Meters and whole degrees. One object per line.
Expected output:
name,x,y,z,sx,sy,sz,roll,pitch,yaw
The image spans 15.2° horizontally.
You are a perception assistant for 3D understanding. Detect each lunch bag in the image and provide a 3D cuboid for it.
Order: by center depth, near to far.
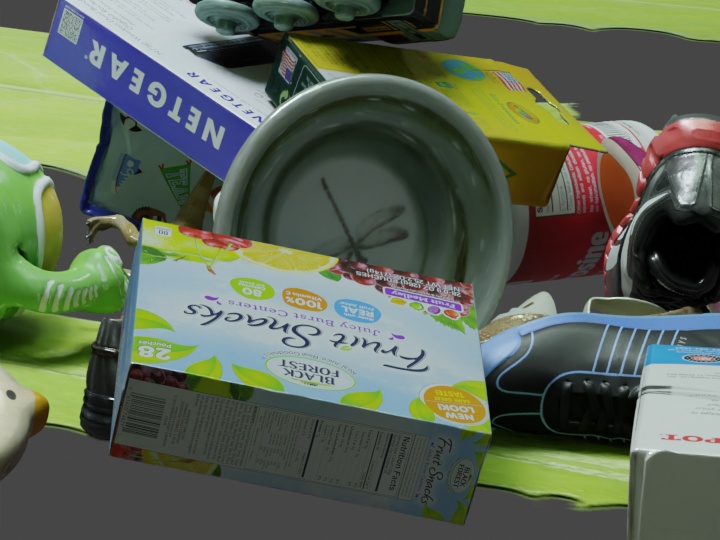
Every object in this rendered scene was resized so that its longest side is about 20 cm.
lunch bag,-0.088,-0.071,1.977,0.199,0.124,0.170,16,14,2

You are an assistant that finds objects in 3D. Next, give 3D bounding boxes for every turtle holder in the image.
turtle holder,-0.249,-0.030,1.756,0.185,0.141,0.132,-7,9,29

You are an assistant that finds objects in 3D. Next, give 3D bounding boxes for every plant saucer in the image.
plant saucer,-0.005,-0.021,1.638,0.199,0.201,0.050,-5,10,-25

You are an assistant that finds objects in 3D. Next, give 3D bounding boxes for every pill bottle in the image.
pill bottle,0.123,-0.047,1.952,0.199,0.113,0.112,-6,17,-29

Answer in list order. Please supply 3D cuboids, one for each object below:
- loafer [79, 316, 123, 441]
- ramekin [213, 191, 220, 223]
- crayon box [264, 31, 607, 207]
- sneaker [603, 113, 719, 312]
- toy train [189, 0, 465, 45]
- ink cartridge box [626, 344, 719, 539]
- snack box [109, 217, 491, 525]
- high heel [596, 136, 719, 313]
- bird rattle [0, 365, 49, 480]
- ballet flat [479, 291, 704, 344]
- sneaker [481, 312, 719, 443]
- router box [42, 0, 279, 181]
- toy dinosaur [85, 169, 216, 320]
loafer,-0.085,0.049,1.627,0.073,0.073,0.200,13,17,36
ramekin,0.000,0.000,1.788,0.202,0.095,0.202,2,15,-1
crayon box,0.051,-0.099,1.804,0.199,0.051,0.127,5,29,-30
sneaker,0.198,-0.005,1.728,0.071,0.201,0.098,11,49,-3
toy train,-0.024,-0.192,1.826,0.199,0.086,0.114,-2,-18,38
ink cartridge box,0.217,0.107,1.429,0.145,0.085,0.200,4,16,8
snack box,-0.034,0.054,1.498,0.199,0.068,0.169,11,28,-7
high heel,0.238,-0.023,1.869,0.096,0.068,0.200,-8,51,-25
bird rattle,-0.264,0.069,1.487,0.163,0.113,0.200,25,25,16
ballet flat,0.133,0.047,1.668,0.199,0.071,0.065,4,52,-22
sneaker,0.159,0.070,1.597,0.199,0.070,0.078,-8,30,-15
router box,-0.089,-0.134,1.885,0.200,0.049,0.179,34,28,27
toy dinosaur,-0.136,-0.006,1.833,0.101,0.058,0.200,2,41,4
